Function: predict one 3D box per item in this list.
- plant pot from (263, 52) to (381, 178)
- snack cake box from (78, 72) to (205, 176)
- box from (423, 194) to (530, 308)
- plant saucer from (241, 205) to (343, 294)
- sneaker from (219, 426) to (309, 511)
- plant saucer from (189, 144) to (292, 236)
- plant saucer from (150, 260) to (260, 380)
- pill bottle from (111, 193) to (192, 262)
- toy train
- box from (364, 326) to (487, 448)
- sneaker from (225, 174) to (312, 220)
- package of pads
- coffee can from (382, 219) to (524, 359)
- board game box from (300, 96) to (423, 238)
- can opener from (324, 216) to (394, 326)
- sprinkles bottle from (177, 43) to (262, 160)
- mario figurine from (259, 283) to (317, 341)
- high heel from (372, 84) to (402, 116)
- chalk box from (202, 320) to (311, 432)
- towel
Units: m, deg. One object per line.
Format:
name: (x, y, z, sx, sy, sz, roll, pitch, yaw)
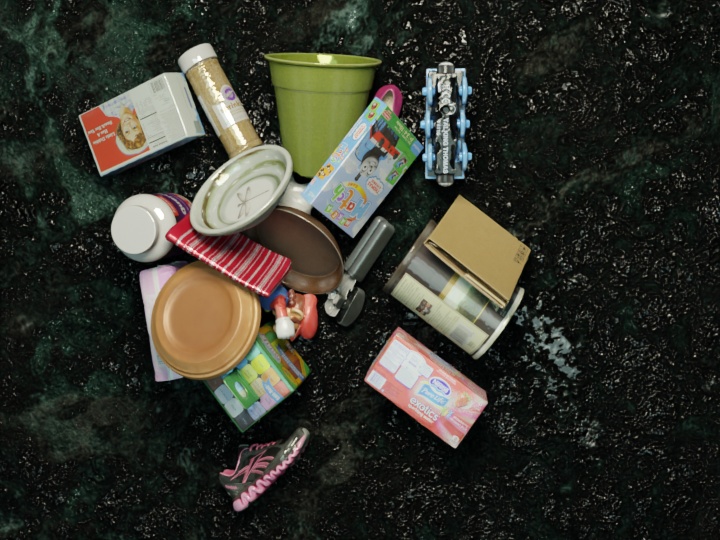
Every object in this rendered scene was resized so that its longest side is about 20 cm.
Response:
plant pot: (-0.068, -0.261, 1.454, 0.196, 0.200, 0.194, 6, 108, 6)
snack cake box: (-0.385, -0.255, 1.513, 0.197, 0.067, 0.117, -18, 96, 22)
box: (0.199, -0.037, 1.430, 0.163, 0.200, 0.021, 38, 123, 1)
plant saucer: (-0.112, -0.041, 1.490, 0.198, 0.201, 0.035, 27, 54, 4)
sneaker: (-0.180, 0.344, 1.571, 0.200, 0.079, 0.096, -43, 78, 7)
plant saucer: (-0.189, -0.122, 1.425, 0.198, 0.202, 0.050, -30, 129, 9)
plant saucer: (-0.261, 0.076, 1.417, 0.196, 0.037, 0.204, -5, 73, 14)
pill bottle: (-0.354, -0.075, 1.481, 0.110, 0.200, 0.115, 1, 96, 6)
toy train: (0.143, -0.245, 1.454, 0.085, 0.114, 0.205, -1, 96, 3)
box: (0.116, 0.201, 1.508, 0.198, 0.095, 0.103, 35, 98, 2)
sneaker: (-0.162, -0.148, 1.527, 0.197, 0.078, 0.101, 23, 69, 13)
package of pads: (-0.334, 0.088, 1.535, 0.074, 0.120, 0.204, -7, 94, 7)
coffee can: (0.157, 0.032, 1.462, 0.199, 0.146, 0.147, 36, 98, 1)
board game box: (0.006, -0.167, 1.440, 0.201, 0.151, 0.037, -51, 56, 3)
can opener: (0.000, 0.000, 1.532, 0.066, 0.053, 0.202, 24, 101, -31)
sprinkles bottle: (-0.247, -0.295, 1.516, 0.067, 0.068, 0.202, -28, 92, 8)
mario figurine: (-0.162, 0.062, 1.512, 0.199, 0.125, 0.106, 39, 137, -18)
high heel: (0.025, -0.218, 1.478, 0.066, 0.096, 0.203, 25, 97, 2)
chalk box: (-0.182, 0.183, 1.486, 0.123, 0.200, 0.126, -38, 91, 8)
towel: (-0.217, -0.033, 1.439, 0.198, 0.145, 0.023, 30, 114, 1)
